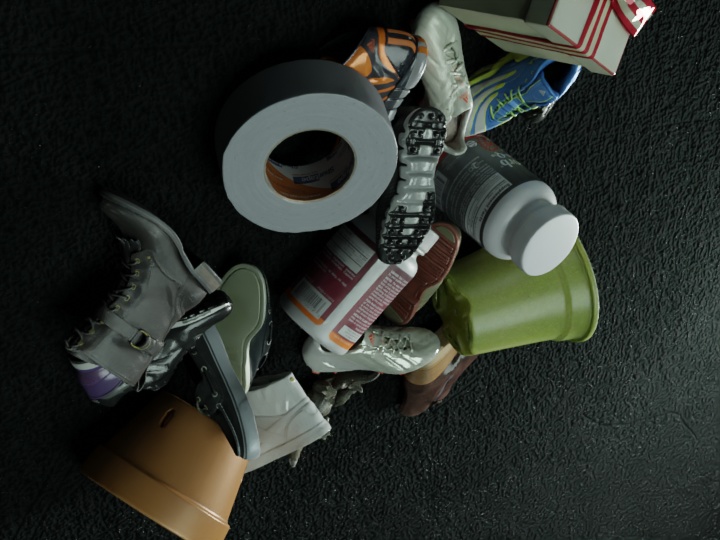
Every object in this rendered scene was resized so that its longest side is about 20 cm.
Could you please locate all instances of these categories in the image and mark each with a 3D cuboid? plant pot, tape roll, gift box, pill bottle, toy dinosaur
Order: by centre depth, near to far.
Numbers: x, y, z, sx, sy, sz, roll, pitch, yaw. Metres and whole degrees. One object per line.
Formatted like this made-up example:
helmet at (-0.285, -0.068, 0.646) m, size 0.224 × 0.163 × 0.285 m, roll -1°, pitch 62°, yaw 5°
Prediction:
tape roll at (-0.062, -0.136, 1.406) m, size 0.200 × 0.066 × 0.200 m, roll -8°, pitch 135°, yaw -8°
gift box at (0.225, -0.348, 1.418) m, size 0.185 × 0.187 × 0.200 m, roll 12°, pitch 98°, yaw -51°
plant pot at (-0.230, 0.244, 1.570) m, size 0.140 × 0.200 × 0.200 m, roll -58°, pitch 144°, yaw -12°
pill bottle at (0.000, 0.000, 1.609) m, size 0.200 × 0.114 × 0.114 m, roll -48°, pitch 143°, yaw 4°
pill bottle at (0.182, -0.086, 1.629) m, size 0.116 × 0.200 × 0.116 m, roll -26°, pitch 139°, yaw -25°
toy dinosaur at (-0.055, 0.181, 1.759) m, size 0.077 × 0.102 × 0.200 m, roll 42°, pitch 78°, yaw -17°
plant pot at (0.209, 0.034, 1.796) m, size 0.184 × 0.200 × 0.200 m, roll -17°, pitch 135°, yaw -16°

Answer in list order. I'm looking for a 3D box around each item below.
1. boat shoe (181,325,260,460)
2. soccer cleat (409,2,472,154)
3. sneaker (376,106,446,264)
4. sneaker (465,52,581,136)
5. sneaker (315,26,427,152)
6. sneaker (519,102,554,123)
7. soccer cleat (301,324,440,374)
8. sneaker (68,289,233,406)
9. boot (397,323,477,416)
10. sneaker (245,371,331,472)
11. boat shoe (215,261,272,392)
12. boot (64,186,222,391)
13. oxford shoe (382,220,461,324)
boat shoe at (-0.178, 0.144, 1.515) m, size 0.057 × 0.200 × 0.069 m, roll -17°, pitch 154°, yaw -20°
soccer cleat at (0.104, -0.230, 1.512) m, size 0.069 × 0.078 × 0.200 m, roll -28°, pitch 138°, yaw -21°
sneaker at (0.049, -0.109, 1.519) m, size 0.066 × 0.090 × 0.200 m, roll 1°, pitch 110°, yaw -29°
sneaker at (0.193, -0.228, 1.557) m, size 0.200 × 0.105 × 0.076 m, roll -36°, pitch 105°, yaw 15°
sneaker at (-0.014, -0.204, 1.454) m, size 0.112 × 0.078 × 0.200 m, roll 10°, pitch 127°, yaw -28°
sneaker at (0.268, -0.284, 1.641) m, size 0.090 × 0.066 × 0.200 m, roll -9°, pitch 127°, yaw -35°
soccer cleat at (0.020, 0.104, 1.721) m, size 0.200 × 0.069 × 0.078 m, roll -4°, pitch 145°, yaw -16°
sneaker at (-0.240, 0.091, 1.488) m, size 0.200 × 0.076 × 0.088 m, roll -24°, pitch 120°, yaw -13°
boot at (0.143, 0.131, 1.921) m, size 0.200 × 0.072 × 0.166 m, roll -27°, pitch 151°, yaw -25°
sneaker at (-0.141, 0.203, 1.703) m, size 0.200 × 0.116 × 0.074 m, roll -30°, pitch -177°, yaw 33°
boat shoe at (-0.142, 0.068, 1.579) m, size 0.066 × 0.074 × 0.199 m, roll -44°, pitch 145°, yaw -54°
boot at (-0.261, 0.025, 1.376) m, size 0.174 × 0.069 × 0.200 m, roll -47°, pitch 122°, yaw -7°
oxford shoe at (0.089, -0.009, 1.711) m, size 0.074 × 0.071 × 0.200 m, roll -39°, pitch 170°, yaw -42°
